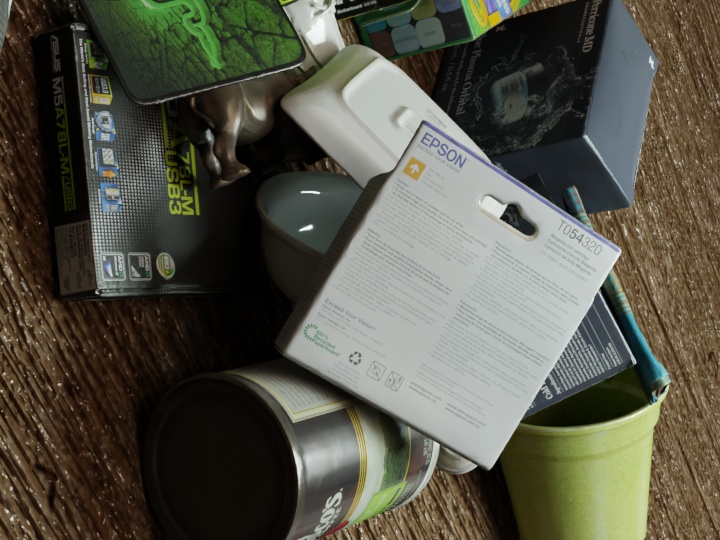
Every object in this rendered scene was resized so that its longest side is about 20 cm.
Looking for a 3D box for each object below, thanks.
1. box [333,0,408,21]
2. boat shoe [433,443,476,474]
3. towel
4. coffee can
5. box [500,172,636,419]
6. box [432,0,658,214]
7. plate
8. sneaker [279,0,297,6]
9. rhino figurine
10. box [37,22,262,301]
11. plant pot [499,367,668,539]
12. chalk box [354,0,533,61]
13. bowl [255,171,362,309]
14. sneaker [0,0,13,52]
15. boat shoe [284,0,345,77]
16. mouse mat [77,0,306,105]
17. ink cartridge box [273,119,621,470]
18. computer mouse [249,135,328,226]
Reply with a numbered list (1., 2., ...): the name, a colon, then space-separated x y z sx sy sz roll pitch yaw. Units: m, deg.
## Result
1. box: 0.002 -0.308 1.261 0.049 0.199 0.160 -48 122 -50
2. boat shoe: 0.103 0.073 1.172 0.070 0.071 0.201 -29 143 -82
3. towel: 0.238 0.025 1.357 0.147 0.022 0.201 44 23 -76
4. coffee can: -0.049 0.138 1.135 0.200 0.146 0.147 -9 91 -56
5. box: 0.123 0.035 1.312 0.104 0.182 0.200 57 9 -31
6. box: 0.181 -0.159 1.488 0.117 0.199 0.197 47 46 -39
7. plate: 0.042 -0.101 1.191 0.200 0.032 0.200 44 27 -4
8. sneaker: -0.092 -0.248 1.169 0.199 0.074 0.084 -24 93 -23
9. rhino figurine: -0.076 -0.123 1.154 0.200 0.060 0.088 -25 94 -60
10. box: -0.157 -0.078 1.115 0.193 0.047 0.201 0 83 -54
11. plant pot: 0.223 0.200 1.503 0.200 0.200 0.185 -37 125 -52
12. chalk box: 0.064 -0.283 1.413 0.200 0.124 0.124 -39 114 -53
13. bowl: 0.000 0.000 1.204 0.201 0.201 0.091 -19 132 -55
14. sneaker: -0.251 -0.208 0.989 0.090 0.066 0.201 3 78 -53
15. boat shoe: -0.057 -0.235 1.254 0.200 0.065 0.074 54 44 -19
16. mouse mat: -0.144 -0.223 1.093 0.160 0.008 0.201 -20 76 -33
17. ink cartridge box: 0.067 0.020 1.093 0.196 0.043 0.200 31 90 -20
18. computer mouse: -0.066 -0.099 1.272 0.059 0.034 0.200 56 48 -18
